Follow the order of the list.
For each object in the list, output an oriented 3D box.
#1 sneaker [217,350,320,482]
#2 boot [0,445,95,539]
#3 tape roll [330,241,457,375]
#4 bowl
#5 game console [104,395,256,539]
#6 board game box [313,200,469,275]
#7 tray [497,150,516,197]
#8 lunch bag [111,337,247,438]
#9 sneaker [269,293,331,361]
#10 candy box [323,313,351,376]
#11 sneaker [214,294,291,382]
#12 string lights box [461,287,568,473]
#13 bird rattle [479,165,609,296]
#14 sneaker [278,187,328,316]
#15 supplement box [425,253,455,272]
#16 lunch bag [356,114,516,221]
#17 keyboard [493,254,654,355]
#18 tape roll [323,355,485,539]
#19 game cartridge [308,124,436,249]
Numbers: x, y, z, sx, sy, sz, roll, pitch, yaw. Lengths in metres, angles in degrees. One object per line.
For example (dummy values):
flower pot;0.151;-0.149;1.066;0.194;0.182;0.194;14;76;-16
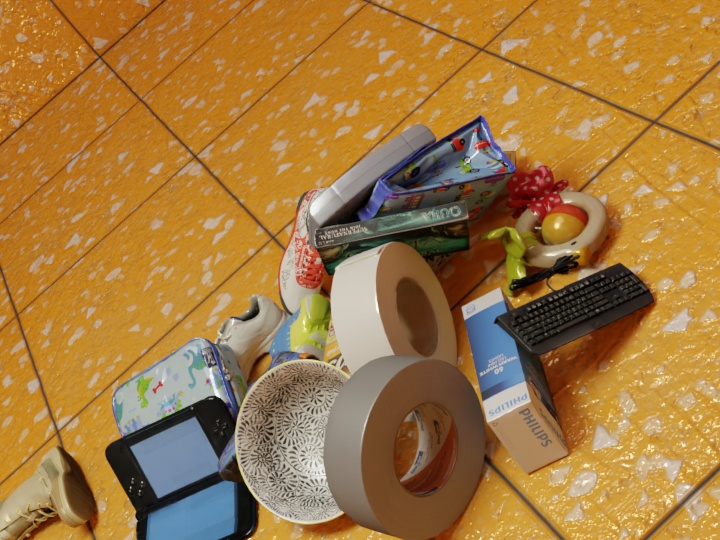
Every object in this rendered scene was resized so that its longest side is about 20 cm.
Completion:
sneaker;-0.127;0.193;1.513;0.078;0.075;0.201;20;70;47
boot;-0.493;0.371;1.736;0.155;0.073;0.200;-42;31;-5
tape roll;0.045;0.067;1.440;0.070;0.203;0.203;-19;38;29
bowl;-0.051;0.214;1.430;0.199;0.094;0.203;-2;84;23
game console;-0.249;0.295;1.541;0.199;0.172;0.118;-26;8;14
board game box;0.044;-0.040;1.486;0.198;0.135;0.028;-11;73;3
tray;0.128;-0.139;1.665;0.198;0.037;0.099;-1;27;10
lunch bag;-0.256;0.205;1.646;0.199;0.082;0.162;-29;68;17
sneaker;-0.084;0.131;1.633;0.105;0.075;0.201;-41;28;34
candy box;0.009;0.114;1.555;0.115;0.055;0.201;-23;35;27
sneaker;-0.194;0.119;1.725;0.200;0.087;0.074;-51;36;-15
string lights box;0.179;0.125;1.326;0.059;0.103;0.201;-27;34;15
bird rattle;0.254;-0.055;1.510;0.162;0.113;0.200;5;39;33
sneaker;-0.070;-0.029;1.715;0.108;0.067;0.203;-6;72;66
supplement box;0.056;-0.060;1.699;0.126;0.074;0.200;-42;33;-1
lunch bag;0.083;-0.100;1.500;0.199;0.094;0.151;-25;-15;-23
keyboard;0.243;0.030;1.345;0.199;0.021;0.127;-21;43;-28
tape roll;0.052;0.198;1.278;0.066;0.201;0.201;3;51;48
game cartridge;0.013;-0.112;1.499;0.200;0.041;0.133;-38;-8;-14
